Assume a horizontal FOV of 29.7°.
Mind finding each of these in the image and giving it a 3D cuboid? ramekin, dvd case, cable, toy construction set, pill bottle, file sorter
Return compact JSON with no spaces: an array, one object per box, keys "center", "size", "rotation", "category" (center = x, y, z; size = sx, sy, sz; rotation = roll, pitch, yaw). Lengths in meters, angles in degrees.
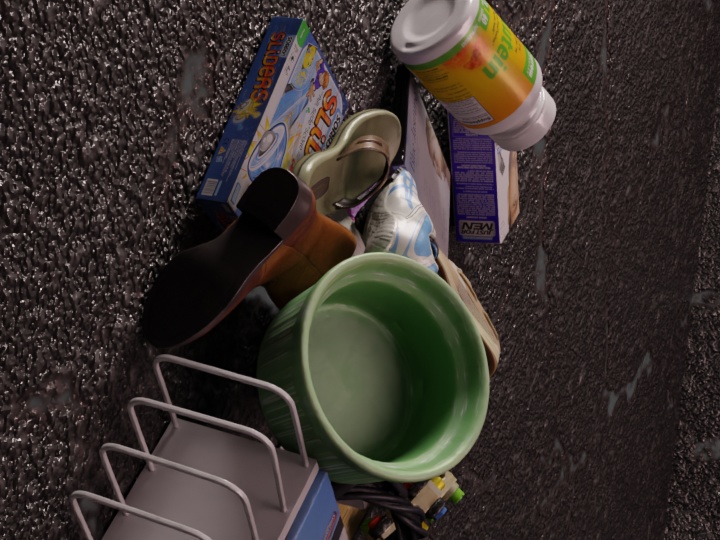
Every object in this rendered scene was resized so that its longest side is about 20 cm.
[{"center":[0.006,0.092,1.191],"size":[0.200,0.098,0.200],"rotation":[13,67,-32],"category":"ramekin"},{"center":[0.071,-0.117,1.542],"size":[0.200,0.018,0.143],"rotation":[62,26,-51],"category":"dvd case"},{"center":[-0.015,0.276,1.398],"size":[0.163,0.051,0.200],"rotation":[-36,137,-5],"category":"cable"},{"center":[0.047,0.295,1.581],"size":[0.200,0.092,0.131],"rotation":[-61,-174,-24],"category":"toy construction set"},{"center":[0.132,-0.221,1.510],"size":[0.200,0.111,0.111],"rotation":[40,59,-38],"category":"pill bottle"},{"center":[-0.140,0.183,1.066],"size":[0.125,0.139,0.200],"rotation":[83,28,-48],"category":"file sorter"}]

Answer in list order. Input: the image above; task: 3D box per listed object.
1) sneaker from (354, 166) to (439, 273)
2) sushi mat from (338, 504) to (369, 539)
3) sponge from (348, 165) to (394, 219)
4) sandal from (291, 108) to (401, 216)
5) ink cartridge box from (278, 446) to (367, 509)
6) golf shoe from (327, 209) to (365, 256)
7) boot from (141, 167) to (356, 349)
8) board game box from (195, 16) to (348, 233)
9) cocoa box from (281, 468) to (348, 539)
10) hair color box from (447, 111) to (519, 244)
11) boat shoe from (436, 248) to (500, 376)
[{"center":[0.039,-0.040,1.313],"size":[0.072,0.072,0.200],"rotation":[-47,-163,19],"category":"sneaker"},{"center":[0.001,0.239,1.552],"size":[0.200,0.012,0.096],"rotation":[-57,146,-41],"category":"sushi mat"},{"center":[0.021,-0.066,1.483],"size":[0.112,0.030,0.200],"rotation":[-69,152,-26],"category":"sponge"},{"center":[-0.005,-0.093,1.305],"size":[0.201,0.057,0.080],"rotation":[-45,137,-52],"category":"sandal"},{"center":[-0.009,0.169,1.446],"size":[0.200,0.067,0.116],"rotation":[-58,147,-42],"category":"ink cartridge box"},{"center":[0.000,0.000,1.395],"size":[0.200,0.075,0.092],"rotation":[54,39,-46],"category":"golf shoe"},{"center":[-0.094,0.009,1.200],"size":[0.188,0.068,0.200],"rotation":[-56,161,-5],"category":"boot"},{"center":[-0.077,-0.113,1.254],"size":[0.135,0.034,0.200],"rotation":[58,46,-56],"category":"board game box"},{"center":[-0.113,0.267,1.165],"size":[0.131,0.133,0.200],"rotation":[77,32,-50],"category":"cocoa box"},{"center":[0.153,-0.145,1.683],"size":[0.109,0.065,0.200],"rotation":[-52,142,-59],"category":"hair color box"},{"center":[0.088,0.027,1.475],"size":[0.200,0.072,0.065],"rotation":[55,28,-8],"category":"boat shoe"}]
